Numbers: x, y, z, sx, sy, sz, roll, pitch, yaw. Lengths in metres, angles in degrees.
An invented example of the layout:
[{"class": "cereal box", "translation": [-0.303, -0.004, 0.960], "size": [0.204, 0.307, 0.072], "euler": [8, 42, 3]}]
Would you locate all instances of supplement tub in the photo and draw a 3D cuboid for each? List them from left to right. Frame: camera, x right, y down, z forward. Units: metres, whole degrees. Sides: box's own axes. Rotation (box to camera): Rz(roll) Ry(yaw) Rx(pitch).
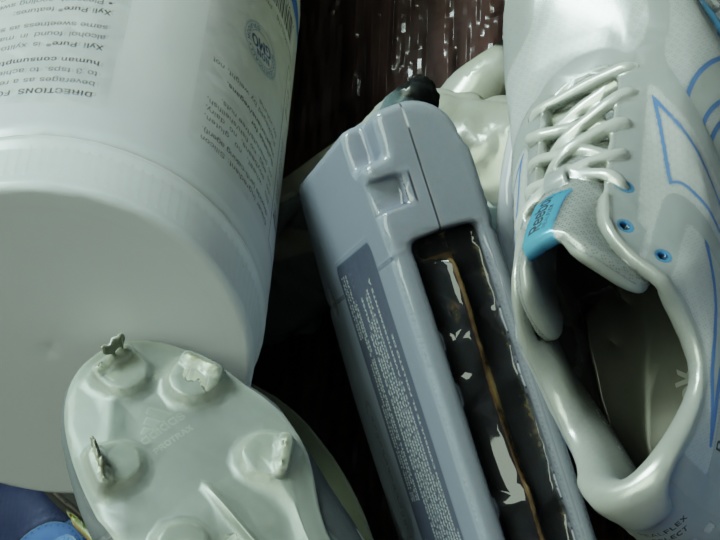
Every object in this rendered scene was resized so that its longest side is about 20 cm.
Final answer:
[{"class": "supplement tub", "translation": [-0.089, -0.041, 0.811], "size": [0.131, 0.132, 0.201], "euler": [-29, 32, 26]}]

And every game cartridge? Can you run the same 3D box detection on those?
[{"class": "game cartridge", "translation": [0.031, 0.056, 0.748], "size": [0.041, 0.133, 0.202], "euler": [-17, 86, -7]}]

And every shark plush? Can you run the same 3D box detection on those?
[{"class": "shark plush", "translation": [0.000, 0.000, 0.849], "size": [0.199, 0.091, 0.084], "euler": [-33, 88, 18]}]

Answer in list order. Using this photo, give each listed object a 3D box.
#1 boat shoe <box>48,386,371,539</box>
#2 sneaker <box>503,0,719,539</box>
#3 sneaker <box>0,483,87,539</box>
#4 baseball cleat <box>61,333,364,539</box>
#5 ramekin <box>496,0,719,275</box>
[{"class": "boat shoe", "translation": [-0.064, 0.071, 0.847], "size": [0.072, 0.061, 0.201], "euler": [-42, 55, -17]}, {"class": "sneaker", "translation": [0.070, -0.015, 0.652], "size": [0.075, 0.086, 0.201], "euler": [-30, 58, 27]}, {"class": "sneaker", "translation": [-0.099, 0.138, 0.864], "size": [0.074, 0.082, 0.200], "euler": [-50, 50, 14]}, {"class": "baseball cleat", "translation": [-0.019, 0.109, 0.704], "size": [0.069, 0.107, 0.200], "euler": [-31, 60, -21]}, {"class": "ramekin", "translation": [0.149, -0.016, 0.714], "size": [0.199, 0.105, 0.202], "euler": [-13, 67, 34]}]
